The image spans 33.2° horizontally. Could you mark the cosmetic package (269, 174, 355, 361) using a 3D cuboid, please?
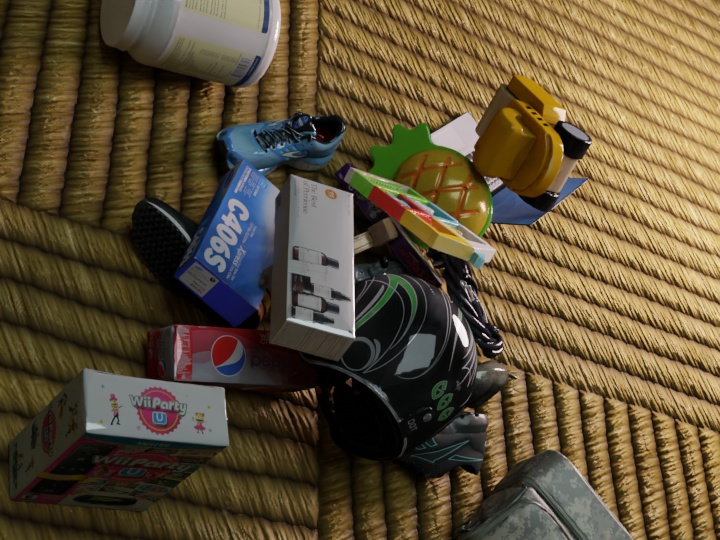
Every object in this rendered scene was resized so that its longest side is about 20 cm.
[{"bbox_3d":[-0.050,-0.006,1.311,0.081,0.051,0.202,17,49,-22],"label":"cosmetic package"}]

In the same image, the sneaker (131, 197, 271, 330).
[{"bbox_3d":[-0.185,-0.014,1.428,0.200,0.070,0.090,45,31,-7],"label":"sneaker"}]

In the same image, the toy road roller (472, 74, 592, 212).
[{"bbox_3d":[0.212,-0.185,1.680,0.144,0.124,0.201,10,31,-38],"label":"toy road roller"}]

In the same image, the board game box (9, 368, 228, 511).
[{"bbox_3d":[-0.237,0.169,1.167,0.146,0.200,0.065,11,56,-32],"label":"board game box"}]

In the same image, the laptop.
[{"bbox_3d":[0.199,-0.154,1.776,0.201,0.116,0.187,54,44,3],"label":"laptop"}]

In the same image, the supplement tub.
[{"bbox_3d":[-0.216,-0.323,1.534,0.198,0.145,0.147,10,58,-34],"label":"supplement tub"}]

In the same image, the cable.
[{"bbox_3d":[0.147,0.038,1.576,0.165,0.050,0.200,63,5,16],"label":"cable"}]

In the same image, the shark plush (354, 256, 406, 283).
[{"bbox_3d":[0.000,0.000,1.494,0.092,0.082,0.200,65,9,24],"label":"shark plush"}]

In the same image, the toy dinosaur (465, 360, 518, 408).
[{"bbox_3d":[0.143,0.147,1.552,0.197,0.102,0.078,11,57,-32],"label":"toy dinosaur"}]

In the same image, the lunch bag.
[{"bbox_3d":[0.224,0.350,1.473,0.167,0.139,0.201,-38,88,-29],"label":"lunch bag"}]

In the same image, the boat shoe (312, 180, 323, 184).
[{"bbox_3d":[-0.076,-0.035,1.516,0.204,0.073,0.065,-87,163,-47],"label":"boat shoe"}]

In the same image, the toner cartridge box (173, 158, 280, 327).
[{"bbox_3d":[-0.140,-0.035,1.397,0.095,0.043,0.201,42,35,-19],"label":"toner cartridge box"}]

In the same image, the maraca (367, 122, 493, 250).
[{"bbox_3d":[0.096,-0.114,1.673,0.137,0.107,0.200,-41,78,-3],"label":"maraca"}]

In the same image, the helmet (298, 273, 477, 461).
[{"bbox_3d":[0.038,0.099,1.374,0.200,0.200,0.191,46,56,-4],"label":"helmet"}]

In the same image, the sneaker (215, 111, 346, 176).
[{"bbox_3d":[-0.101,-0.177,1.571,0.198,0.090,0.079,-14,72,-42],"label":"sneaker"}]

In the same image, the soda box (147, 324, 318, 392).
[{"bbox_3d":[-0.141,0.102,1.370,0.198,0.070,0.065,7,76,-36],"label":"soda box"}]

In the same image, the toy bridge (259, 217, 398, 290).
[{"bbox_3d":[-0.044,-0.015,1.408,0.199,0.067,0.028,-23,87,-42],"label":"toy bridge"}]

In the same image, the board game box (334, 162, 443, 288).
[{"bbox_3d":[0.040,-0.055,1.604,0.201,0.032,0.120,53,9,2],"label":"board game box"}]

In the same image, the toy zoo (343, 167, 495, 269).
[{"bbox_3d":[0.083,-0.061,1.494,0.199,0.021,0.130,39,16,36],"label":"toy zoo"}]

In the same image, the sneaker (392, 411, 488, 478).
[{"bbox_3d":[0.071,0.216,1.471,0.197,0.075,0.081,0,91,-23],"label":"sneaker"}]
